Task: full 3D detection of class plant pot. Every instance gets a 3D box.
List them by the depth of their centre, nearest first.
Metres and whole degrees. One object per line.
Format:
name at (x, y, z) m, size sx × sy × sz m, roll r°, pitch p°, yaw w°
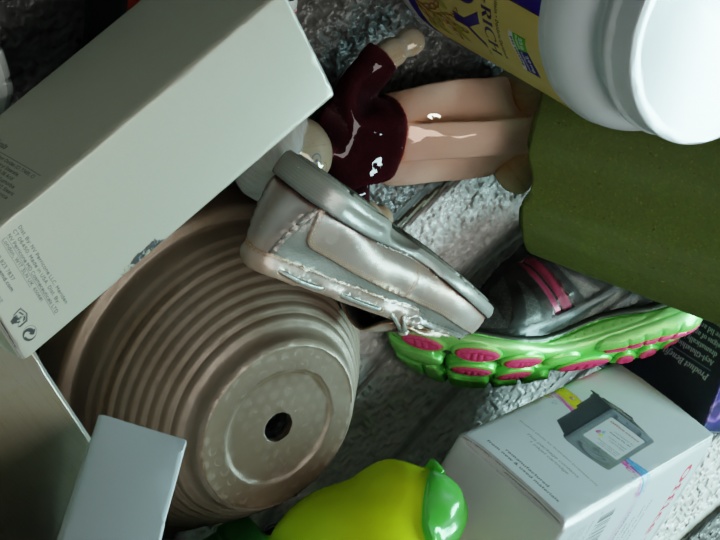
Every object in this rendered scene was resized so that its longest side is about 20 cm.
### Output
plant pot at (-0.068, 0.064, 1.404) m, size 0.200 × 0.093 × 0.202 m, roll -21°, pitch 127°, yaw -30°
plant pot at (0.193, -0.052, 1.444) m, size 0.200 × 0.189 × 0.201 m, roll 13°, pitch 90°, yaw -76°

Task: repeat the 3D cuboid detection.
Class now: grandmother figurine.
grandmother figurine at (0.014, -0.073, 1.418) m, size 0.199 × 0.060 × 0.122 m, roll -11°, pitch 112°, yaw -38°

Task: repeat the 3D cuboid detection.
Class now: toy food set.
toy food set at (-0.201, 0.098, 1.321) m, size 0.143 × 0.061 × 0.200 m, roll -22°, pitch 135°, yaw 5°

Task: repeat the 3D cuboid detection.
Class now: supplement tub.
supplement tub at (0.121, -0.159, 1.353) m, size 0.145 × 0.200 × 0.146 m, roll -19°, pitch 125°, yaw -30°

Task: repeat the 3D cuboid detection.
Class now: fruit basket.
fruit basket at (-0.026, 0.195, 1.407) m, size 0.215 × 0.215 × 0.156 m, roll -20°, pitch 99°, yaw -30°

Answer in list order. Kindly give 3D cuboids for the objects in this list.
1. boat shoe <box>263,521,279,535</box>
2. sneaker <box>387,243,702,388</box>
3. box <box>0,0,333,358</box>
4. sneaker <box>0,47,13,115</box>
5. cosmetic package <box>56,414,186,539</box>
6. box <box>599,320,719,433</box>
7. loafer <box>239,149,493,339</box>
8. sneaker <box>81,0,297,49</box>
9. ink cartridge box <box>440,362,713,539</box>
boat shoe at (0.006, 0.201, 1.568) m, size 0.201 × 0.071 × 0.061 m, roll 41°, pitch 42°, yaw -34°
sneaker at (0.104, 0.018, 1.543) m, size 0.199 × 0.084 × 0.077 m, roll -8°, pitch 161°, yaw -23°
box at (-0.115, -0.055, 1.211) m, size 0.200 × 0.082 × 0.069 m, roll -40°, pitch 127°, yaw -17°
sneaker at (-0.200, -0.047, 1.258) m, size 0.087 × 0.075 × 0.201 m, roll -24°, pitch 121°, yaw -14°
cosmetic package at (-0.142, 0.194, 1.278) m, size 0.051 × 0.151 × 0.201 m, roll 18°, pitch 130°, yaw -3°
box at (0.258, -0.005, 1.622) m, size 0.147 × 0.104 × 0.201 m, roll 4°, pitch 111°, yaw -41°
loafer at (0.000, 0.000, 1.381) m, size 0.063 × 0.072 × 0.200 m, roll -53°, pitch 144°, yaw 0°
sneaker at (-0.089, -0.097, 1.311) m, size 0.107 × 0.067 × 0.203 m, roll -5°, pitch 115°, yaw -35°
ink cartridge box at (0.102, 0.150, 1.522) m, size 0.200 × 0.086 × 0.148 m, roll -20°, pitch 144°, yaw -58°
